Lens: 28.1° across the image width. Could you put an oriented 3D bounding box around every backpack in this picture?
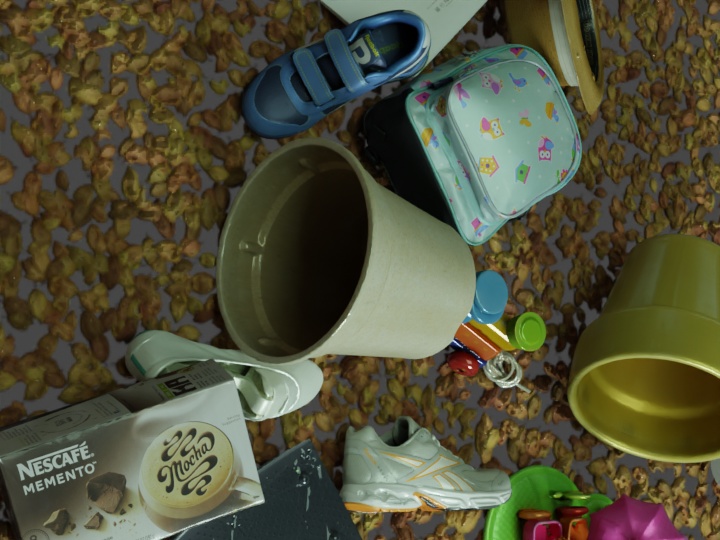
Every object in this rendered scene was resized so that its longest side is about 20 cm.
[{"bbox_3d":[0.126,-0.132,1.423,0.200,0.153,0.177,-34,100,-39],"label":"backpack"}]

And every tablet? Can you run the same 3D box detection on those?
[{"bbox_3d":[0.060,-0.293,1.440,0.130,0.014,0.200,41,62,1],"label":"tablet"}]

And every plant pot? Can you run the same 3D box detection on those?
[{"bbox_3d":[0.334,0.073,1.534,0.200,0.200,0.190,40,50,-26],"label":"plant pot"},{"bbox_3d":[0.000,0.000,1.313,0.183,0.199,0.202,16,77,-45],"label":"plant pot"}]

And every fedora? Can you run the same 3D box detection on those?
[{"bbox_3d":[0.200,-0.258,1.502,0.200,0.081,0.203,-9,90,-72],"label":"fedora"}]

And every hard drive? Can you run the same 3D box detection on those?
[{"bbox_3d":[-0.098,0.257,1.295,0.200,0.042,0.136,-36,107,-32],"label":"hard drive"}]

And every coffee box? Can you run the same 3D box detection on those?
[{"bbox_3d":[-0.192,0.161,1.175,0.198,0.080,0.114,-17,105,-18],"label":"coffee box"}]

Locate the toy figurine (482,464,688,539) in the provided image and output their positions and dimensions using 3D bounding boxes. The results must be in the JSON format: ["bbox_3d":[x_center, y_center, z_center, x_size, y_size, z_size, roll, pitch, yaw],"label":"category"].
[{"bbox_3d":[0.257,0.277,1.458,0.199,0.183,0.152,4,84,-35],"label":"toy figurine"}]

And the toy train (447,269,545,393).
[{"bbox_3d":[0.143,0.065,1.436,0.200,0.115,0.085,38,66,-26],"label":"toy train"}]

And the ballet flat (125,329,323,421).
[{"bbox_3d":[-0.114,0.103,1.278,0.199,0.069,0.070,15,78,-32],"label":"ballet flat"}]

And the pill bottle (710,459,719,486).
[{"bbox_3d":[0.504,0.234,1.679,0.199,0.112,0.114,15,78,-33],"label":"pill bottle"}]

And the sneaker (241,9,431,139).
[{"bbox_3d":[-0.021,-0.190,1.339,0.199,0.082,0.074,-29,91,-11],"label":"sneaker"}]

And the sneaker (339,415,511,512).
[{"bbox_3d":[0.068,0.188,1.402,0.199,0.075,0.093,6,78,-36],"label":"sneaker"}]
